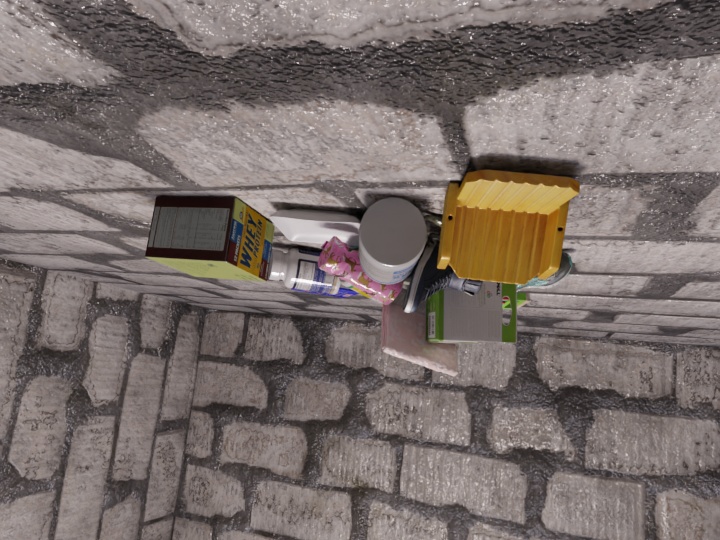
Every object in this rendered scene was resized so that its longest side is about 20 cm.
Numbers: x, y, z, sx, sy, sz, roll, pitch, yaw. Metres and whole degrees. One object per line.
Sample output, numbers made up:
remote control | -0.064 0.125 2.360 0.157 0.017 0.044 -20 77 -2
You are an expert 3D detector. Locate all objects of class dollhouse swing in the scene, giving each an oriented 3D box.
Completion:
dollhouse swing | 0.234 -0.060 0.848 0.194 0.187 0.176 6 -170 3

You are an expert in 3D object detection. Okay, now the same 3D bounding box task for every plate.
plate | -0.083 -0.096 1.173 0.194 0.033 0.200 4 169 6

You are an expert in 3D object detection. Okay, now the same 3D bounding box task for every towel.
towel | 0.140 0.135 1.247 0.196 0.194 0.032 21 137 -18

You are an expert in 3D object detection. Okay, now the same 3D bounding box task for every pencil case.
pencil case | 0.000 0.000 1.186 0.197 0.084 0.086 28 165 -17

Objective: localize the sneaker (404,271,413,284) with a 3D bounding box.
sneaker | 0.138 -0.021 1.333 0.106 0.076 0.198 -41 163 31

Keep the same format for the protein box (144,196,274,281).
protein box | -0.326 -0.067 1.182 0.195 0.139 0.198 3 168 16

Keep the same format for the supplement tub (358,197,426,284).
supplement tub | 0.059 -0.052 1.051 0.128 0.136 0.200 6 171 1

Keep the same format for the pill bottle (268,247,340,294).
pill bottle | -0.155 -0.002 1.488 0.195 0.114 0.111 10 169 -15

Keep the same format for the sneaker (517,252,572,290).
sneaker | 0.389 0.006 1.233 0.197 0.080 0.090 -23 156 35

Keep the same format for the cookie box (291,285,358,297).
cookie box | -0.112 0.034 1.748 0.195 0.077 0.171 11 168 -20

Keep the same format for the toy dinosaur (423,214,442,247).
toy dinosaur | 0.184 -0.078 1.086 0.195 0.049 0.088 12 158 -21

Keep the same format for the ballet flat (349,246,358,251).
ballet flat | -0.041 -0.028 1.316 0.069 0.073 0.199 11 179 -25

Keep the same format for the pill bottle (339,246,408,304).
pill bottle | 0.051 0.023 1.391 0.197 0.115 0.112 27 161 -26

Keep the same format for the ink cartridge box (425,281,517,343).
ink cartridge box | 0.253 0.091 1.209 0.195 0.152 0.076 5 171 -15

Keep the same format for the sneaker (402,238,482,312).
sneaker | 0.176 0.028 1.098 0.143 0.204 0.078 25 140 7

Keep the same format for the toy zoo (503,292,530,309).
toy zoo | 0.308 0.071 1.325 0.194 0.021 0.131 4 167 2
